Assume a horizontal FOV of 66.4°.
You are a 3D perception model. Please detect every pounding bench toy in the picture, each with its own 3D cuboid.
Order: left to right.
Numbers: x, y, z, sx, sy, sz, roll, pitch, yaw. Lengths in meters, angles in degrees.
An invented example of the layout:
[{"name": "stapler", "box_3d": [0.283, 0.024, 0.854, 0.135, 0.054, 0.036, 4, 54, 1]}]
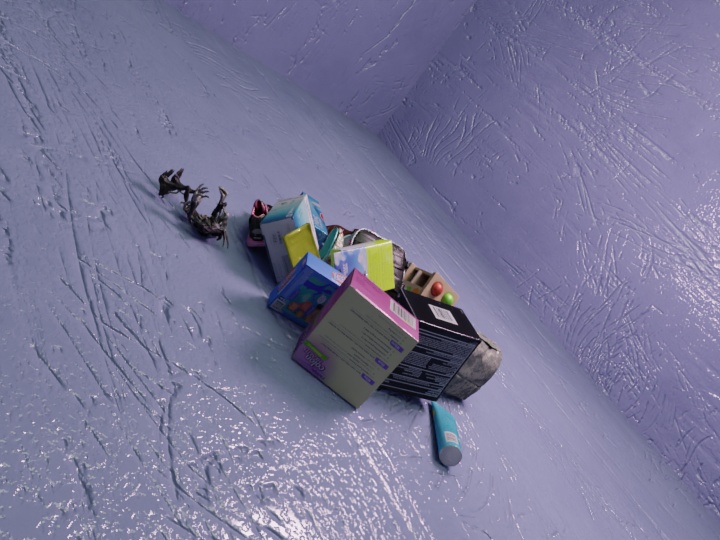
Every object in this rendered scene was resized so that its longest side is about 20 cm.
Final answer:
[{"name": "pounding bench toy", "box_3d": [0.212, 0.099, 1.633, 0.200, 0.125, 0.155, 42, -9, -31]}]

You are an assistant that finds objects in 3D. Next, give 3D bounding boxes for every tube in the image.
[{"name": "tube", "box_3d": [0.197, 0.366, 1.262, 0.077, 0.050, 0.200, 43, 14, -8]}]

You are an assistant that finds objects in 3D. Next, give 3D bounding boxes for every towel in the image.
[{"name": "towel", "box_3d": [-0.114, 0.003, 1.237, 0.086, 0.018, 0.205, -35, 117, -43]}]

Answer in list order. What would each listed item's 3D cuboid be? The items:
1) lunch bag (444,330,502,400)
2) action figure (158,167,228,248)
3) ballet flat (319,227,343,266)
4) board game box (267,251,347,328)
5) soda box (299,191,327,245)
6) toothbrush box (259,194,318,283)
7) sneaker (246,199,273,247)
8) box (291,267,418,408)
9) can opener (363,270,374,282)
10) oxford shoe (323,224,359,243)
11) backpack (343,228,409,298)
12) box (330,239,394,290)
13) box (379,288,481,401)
[{"name": "lunch bag", "box_3d": [0.273, 0.231, 1.461, 0.199, 0.167, 0.141, 34, 24, -43]}, {"name": "action figure", "box_3d": [-0.343, -0.143, 1.193, 0.199, 0.103, 0.119, 42, 8, 3]}, {"name": "ballet flat", "box_3d": [-0.083, -0.007, 1.334, 0.063, 0.203, 0.075, 37, -24, -23]}, {"name": "board game box", "box_3d": [-0.078, 0.068, 1.179, 0.198, 0.152, 0.046, 33, 34, -24]}, {"name": "soda box", "box_3d": [-0.152, -0.149, 1.628, 0.067, 0.064, 0.202, 30, 24, -29]}, {"name": "toothbrush box", "box_3d": [-0.165, -0.081, 1.325, 0.201, 0.083, 0.150, -79, 158, -66]}, {"name": "sneaker", "box_3d": [-0.240, -0.135, 1.357, 0.076, 0.098, 0.201, -4, 27, -2]}, {"name": "box", "box_3d": [-0.008, 0.136, 1.103, 0.174, 0.201, 0.097, 37, 19, -8]}, {"name": "can opener", "box_3d": [0.008, 0.092, 1.304, 0.064, 0.205, 0.053, -6, 28, 2]}, {"name": "oxford shoe", "box_3d": [-0.052, -0.081, 1.613, 0.196, 0.071, 0.076, 14, -39, 33]}, {"name": "backpack", "box_3d": [0.016, -0.010, 1.478, 0.198, 0.148, 0.182, 29, 62, -37]}, {"name": "box", "box_3d": [0.000, 0.000, 1.336, 0.197, 0.126, 0.047, -13, 12, -42]}, {"name": "box", "box_3d": [0.134, 0.175, 1.267, 0.196, 0.201, 0.124, 19, 26, -30]}]
